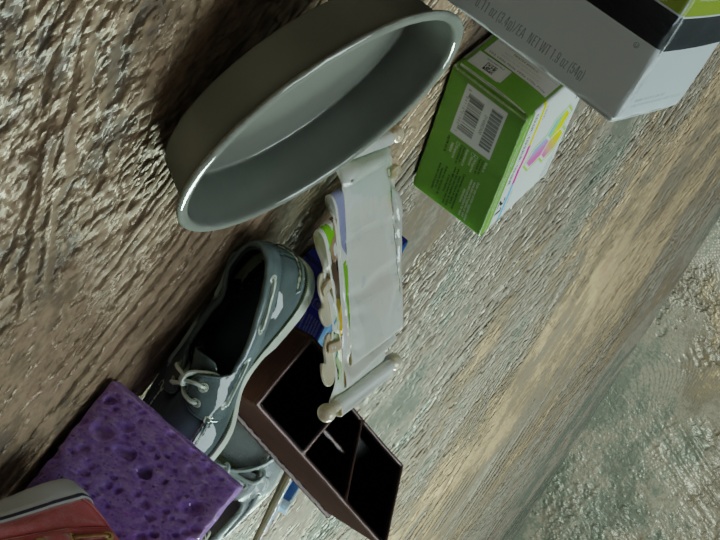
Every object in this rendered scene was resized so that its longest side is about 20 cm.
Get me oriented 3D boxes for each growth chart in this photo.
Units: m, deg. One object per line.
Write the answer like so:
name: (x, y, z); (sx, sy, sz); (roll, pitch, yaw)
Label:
growth chart: (0.000, 0.000, 1.316); (0.145, 0.018, 0.201); (-16, 107, -63)

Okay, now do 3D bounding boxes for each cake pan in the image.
cake pan: (-0.031, -0.096, 1.061); (0.200, 0.037, 0.200); (-34, 168, -8)

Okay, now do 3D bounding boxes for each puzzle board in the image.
puzzle board: (-0.024, 0.123, 1.550); (0.200, 0.017, 0.151); (-57, 174, -40)

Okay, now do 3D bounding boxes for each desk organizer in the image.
desk organizer: (-0.030, 0.120, 1.380); (0.072, 0.077, 0.200); (-49, 130, -14)

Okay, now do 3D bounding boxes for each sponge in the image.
sponge: (-0.181, 0.185, 1.201); (0.200, 0.111, 0.030); (-51, 176, -4)

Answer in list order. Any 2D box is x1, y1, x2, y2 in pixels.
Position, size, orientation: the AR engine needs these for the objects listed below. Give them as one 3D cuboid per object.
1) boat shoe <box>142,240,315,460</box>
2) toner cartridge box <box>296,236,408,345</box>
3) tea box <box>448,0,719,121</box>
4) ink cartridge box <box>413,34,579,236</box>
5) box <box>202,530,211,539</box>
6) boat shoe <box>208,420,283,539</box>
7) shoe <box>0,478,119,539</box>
boat shoe: (-0.108, 0.065, 1.253); (0.200, 0.073, 0.062); (-55, 152, -3)
toner cartridge box: (-0.036, 0.053, 1.471); (0.095, 0.043, 0.200); (-34, 157, -48)
tea box: (0.137, -0.224, 1.053); (0.197, 0.200, 0.134); (-59, 163, 21)
ink cartridge box: (0.144, -0.145, 1.495); (0.200, 0.076, 0.148); (-40, 161, -35)
box: (-0.190, 0.213, 1.326); (0.082, 0.068, 0.200); (-56, 165, 13)
boat shoe: (-0.122, 0.180, 1.437); (0.202, 0.074, 0.065); (-50, 180, 19)
shoe: (-0.220, 0.195, 1.095); (0.200, 0.091, 0.072); (-19, 142, -45)
